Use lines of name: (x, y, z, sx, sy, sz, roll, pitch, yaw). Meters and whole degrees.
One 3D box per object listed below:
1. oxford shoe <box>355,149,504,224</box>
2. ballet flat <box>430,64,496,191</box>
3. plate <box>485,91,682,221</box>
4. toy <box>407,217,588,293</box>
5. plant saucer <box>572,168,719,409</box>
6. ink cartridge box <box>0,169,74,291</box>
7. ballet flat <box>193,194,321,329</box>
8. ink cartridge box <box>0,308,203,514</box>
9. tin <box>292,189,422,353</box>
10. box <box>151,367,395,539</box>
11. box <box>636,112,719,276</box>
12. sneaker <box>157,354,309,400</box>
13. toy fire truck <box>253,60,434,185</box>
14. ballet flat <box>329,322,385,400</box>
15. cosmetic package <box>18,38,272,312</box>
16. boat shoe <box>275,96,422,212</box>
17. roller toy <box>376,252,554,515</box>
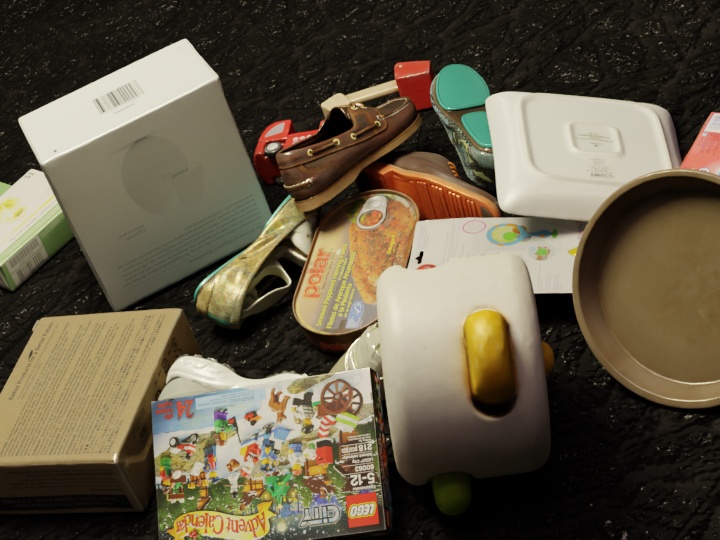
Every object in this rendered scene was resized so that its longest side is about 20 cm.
oxford shoe: (0.081, -0.089, 1.544, 0.073, 0.072, 0.199, -37, 40, -27)
ballet flat: (0.117, -0.149, 1.601, 0.074, 0.075, 0.201, -18, 34, 2)
plate: (0.229, -0.119, 1.487, 0.198, 0.032, 0.201, 5, 40, -5)
toy: (0.147, -0.001, 1.426, 0.198, 0.047, 0.116, -4, 37, 14)
plant saucer: (0.273, 0.015, 1.258, 0.199, 0.202, 0.029, 9, 11, 32)
ink cartridge box: (-0.422, -0.058, 1.750, 0.199, 0.048, 0.146, 18, 52, 36)
ballet flat: (-0.086, -0.011, 1.536, 0.070, 0.071, 0.200, 17, 50, 38)
ink cartridge box: (-0.256, 0.132, 1.419, 0.163, 0.075, 0.201, -5, 41, 21)
tin: (0.000, 0.000, 1.490, 0.111, 0.042, 0.201, 1, 46, 19)
box: (-0.076, 0.166, 1.272, 0.198, 0.038, 0.138, -10, 72, 13)
box: (0.336, -0.044, 1.353, 0.102, 0.095, 0.200, 8, 46, 32)
sneaker: (-0.096, 0.134, 1.344, 0.199, 0.074, 0.080, 6, 47, 26)
toy fire truck: (-0.015, -0.167, 1.698, 0.198, 0.049, 0.142, -8, 39, 17)
ballet flat: (0.044, 0.061, 1.353, 0.199, 0.070, 0.070, -29, 37, 4)
cosmetic package: (-0.221, -0.100, 1.584, 0.198, 0.201, 0.123, -27, 35, -10)
boat shoe: (-0.010, -0.138, 1.557, 0.070, 0.071, 0.200, -13, 21, 45)
roller toy: (0.090, 0.078, 1.232, 0.139, 0.201, 0.183, -7, 41, 3)
